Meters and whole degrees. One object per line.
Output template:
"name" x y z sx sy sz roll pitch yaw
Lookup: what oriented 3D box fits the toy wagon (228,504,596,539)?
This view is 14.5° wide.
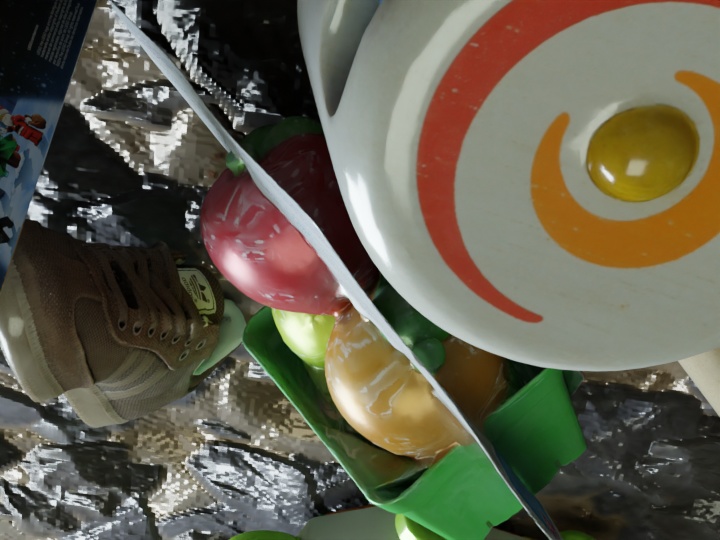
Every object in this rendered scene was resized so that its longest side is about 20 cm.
"toy wagon" 0.015 0.151 1.274 0.200 0.040 0.155 19 137 -13

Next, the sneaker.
"sneaker" -0.093 0.010 1.068 0.075 0.071 0.200 -23 169 1

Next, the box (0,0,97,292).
"box" -0.154 -0.016 0.977 0.038 0.200 0.137 30 134 -18

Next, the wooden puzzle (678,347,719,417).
"wooden puzzle" 0.238 0.041 1.128 0.200 0.037 0.185 -14 136 28

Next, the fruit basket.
"fruit basket" 0.000 0.000 1.020 0.094 0.185 0.200 -36 128 -5

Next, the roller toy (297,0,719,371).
"roller toy" 0.077 -0.065 0.906 0.182 0.140 0.200 -18 125 2
